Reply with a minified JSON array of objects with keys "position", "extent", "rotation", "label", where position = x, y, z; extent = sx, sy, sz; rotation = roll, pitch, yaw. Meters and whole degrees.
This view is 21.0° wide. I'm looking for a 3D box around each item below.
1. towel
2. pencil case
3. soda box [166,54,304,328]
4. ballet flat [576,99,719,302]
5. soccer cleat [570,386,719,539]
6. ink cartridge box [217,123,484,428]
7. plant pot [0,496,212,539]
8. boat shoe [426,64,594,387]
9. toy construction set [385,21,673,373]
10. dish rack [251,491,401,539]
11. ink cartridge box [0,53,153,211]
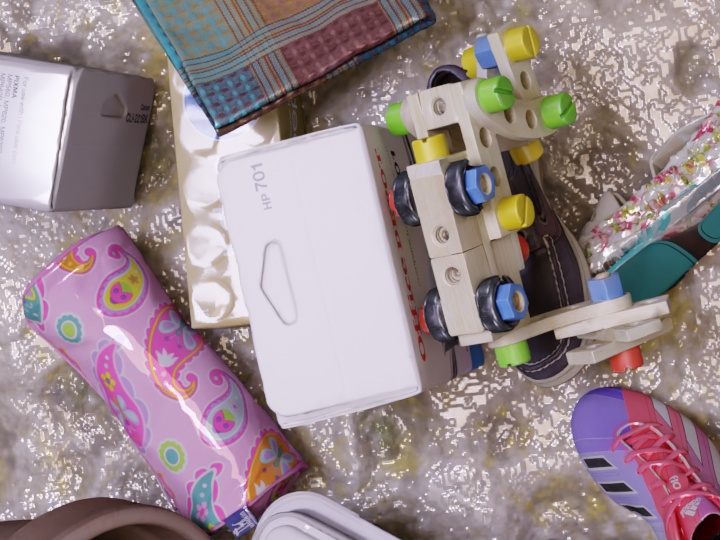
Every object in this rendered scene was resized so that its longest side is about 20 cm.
[{"position":[-0.064,-0.182,1.125],"extent":[0.146,0.022,0.200],"rotation":[-29,59,-4],"label":"towel"},{"position":[-0.119,0.071,1.166],"extent":[0.087,0.087,0.200],"rotation":[-38,86,10],"label":"pencil case"},{"position":[-0.071,-0.067,1.164],"extent":[0.067,0.064,0.201],"rotation":[-5,90,12],"label":"soda box"},{"position":[0.176,-0.034,1.118],"extent":[0.200,0.076,0.064],"rotation":[-40,52,11],"label":"ballet flat"},{"position":[0.181,0.128,1.077],"extent":[0.067,0.076,0.200],"rotation":[-39,54,2],"label":"soccer cleat"},{"position":[0.000,0.000,1.080],"extent":[0.086,0.200,0.147],"rotation":[-13,89,12],"label":"ink cartridge box"},{"position":[-0.196,0.224,1.137],"extent":[0.174,0.200,0.201],"rotation":[6,93,41],"label":"plant pot"},{"position":[0.077,-0.029,1.099],"extent":[0.072,0.065,0.201],"rotation":[-28,60,31],"label":"boat shoe"},{"position":[0.081,-0.028,1.019],"extent":[0.092,0.131,0.201],"rotation":[-29,86,36],"label":"toy construction set"},{"position":[-0.003,0.232,1.054],"extent":[0.200,0.044,0.172],"rotation":[26,95,22],"label":"dish rack"},{"position":[-0.241,-0.091,1.150],"extent":[0.199,0.144,0.084],"rotation":[9,95,12],"label":"ink cartridge box"}]
